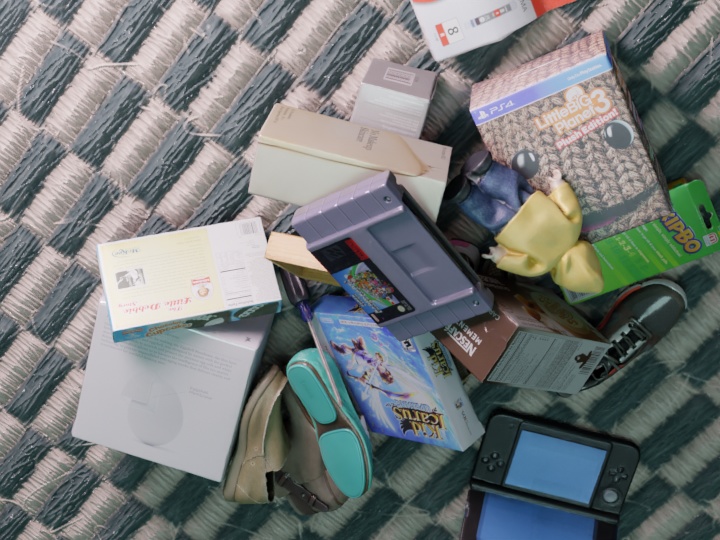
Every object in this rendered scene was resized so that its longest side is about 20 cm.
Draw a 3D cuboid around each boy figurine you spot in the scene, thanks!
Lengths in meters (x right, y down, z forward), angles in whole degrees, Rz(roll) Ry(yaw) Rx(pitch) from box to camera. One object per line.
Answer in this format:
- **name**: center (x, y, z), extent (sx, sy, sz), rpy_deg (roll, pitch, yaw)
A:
- **boy figurine**: center (0.190, -0.049, 1.415), extent (0.200, 0.064, 0.124), rpy_deg (36, 87, -13)

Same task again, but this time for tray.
- **tray**: center (0.000, 0.000, 1.503), extent (0.200, 0.099, 0.037), rpy_deg (13, 82, 24)

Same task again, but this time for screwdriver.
- **screwdriver**: center (-0.057, 0.076, 1.575), extent (0.028, 0.029, 0.200), rpy_deg (-17, 72, -13)

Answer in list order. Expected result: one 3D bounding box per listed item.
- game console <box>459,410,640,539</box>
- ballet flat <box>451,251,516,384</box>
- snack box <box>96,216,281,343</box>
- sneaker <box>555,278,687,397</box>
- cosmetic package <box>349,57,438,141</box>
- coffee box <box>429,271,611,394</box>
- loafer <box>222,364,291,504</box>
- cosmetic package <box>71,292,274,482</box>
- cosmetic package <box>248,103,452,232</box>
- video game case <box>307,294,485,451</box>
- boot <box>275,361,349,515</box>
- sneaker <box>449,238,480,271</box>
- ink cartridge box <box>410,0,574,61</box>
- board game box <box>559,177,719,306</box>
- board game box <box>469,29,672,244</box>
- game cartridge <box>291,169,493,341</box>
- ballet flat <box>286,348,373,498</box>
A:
- **game console**: center (0.238, 0.293, 1.648), extent (0.200, 0.118, 0.171), rpy_deg (14, 116, 1)
- **ballet flat**: center (0.144, 0.072, 1.588), extent (0.046, 0.067, 0.200), rpy_deg (21, 110, 7)
- **snack box**: center (-0.202, 0.010, 1.542), extent (0.200, 0.116, 0.037), rpy_deg (-10, 154, -12)
- **sneaker**: center (0.309, 0.092, 1.564), extent (0.077, 0.082, 0.200), rpy_deg (43, 113, -13)
- **cosmetic package**: center (0.020, -0.128, 1.488), extent (0.090, 0.107, 0.200), rpy_deg (14, 118, 1)
- **coffee box**: center (0.179, 0.071, 1.489), extent (0.200, 0.114, 0.080), rpy_deg (13, 115, -49)
- **loafer**: center (-0.117, 0.207, 1.628), extent (0.067, 0.076, 0.200), rpy_deg (18, 118, 3)
- **cosmetic package**: center (-0.232, 0.124, 1.629), extent (0.199, 0.123, 0.200), rpy_deg (18, 117, 0)
- **cosmetic package**: center (-0.009, -0.106, 1.387), extent (0.200, 0.104, 0.073), rpy_deg (13, 118, 0)
- **video game case**: center (0.037, 0.121, 1.572), extent (0.200, 0.045, 0.181), rpy_deg (3, 125, 52)
- **boot**: center (-0.083, 0.229, 1.694), extent (0.146, 0.070, 0.200), rpy_deg (-34, 96, 31)
- **sneaker**: center (0.080, 0.060, 1.577), extent (0.080, 0.086, 0.200), rpy_deg (18, 116, 0)
- **ink cartridge box**: center (0.145, -0.333, 1.406), extent (0.200, 0.050, 0.162), rpy_deg (-17, 112, 18)
- **board game box**: center (0.319, -0.035, 1.534), extent (0.200, 0.030, 0.096), rpy_deg (-21, 111, 19)
- **board game box**: center (0.235, -0.137, 1.458), extent (0.159, 0.097, 0.200), rpy_deg (-22, 110, 17)
- **game cartridge**: center (0.033, -0.008, 1.369), extent (0.130, 0.038, 0.200), rpy_deg (-24, 125, 29)
- **ballet flat**: center (-0.025, 0.181, 1.608), extent (0.067, 0.070, 0.200), rpy_deg (-14, 108, 33)
